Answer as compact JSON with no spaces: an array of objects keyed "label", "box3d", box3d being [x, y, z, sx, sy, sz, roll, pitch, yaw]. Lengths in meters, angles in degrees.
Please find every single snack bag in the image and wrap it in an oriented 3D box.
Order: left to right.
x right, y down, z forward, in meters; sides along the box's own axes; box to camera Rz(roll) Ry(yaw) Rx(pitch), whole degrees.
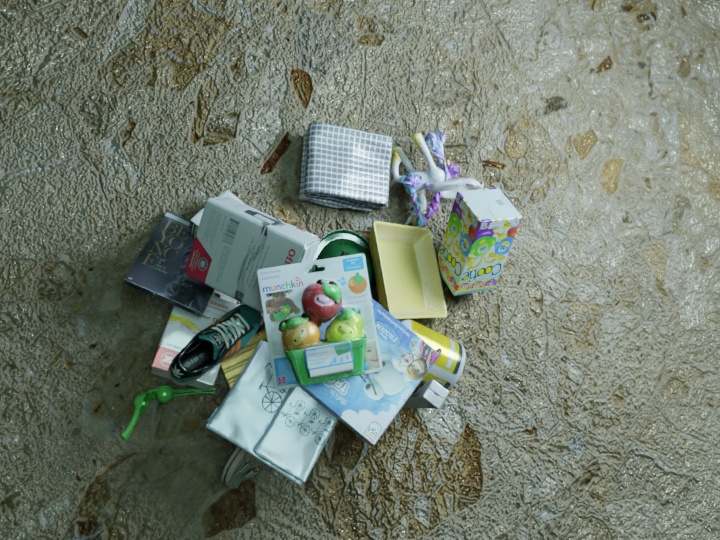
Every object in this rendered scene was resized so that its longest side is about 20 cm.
[{"label":"snack bag","box3d":[-0.138,0.238,1.091,0.199,0.021,0.189,30,70,3]}]

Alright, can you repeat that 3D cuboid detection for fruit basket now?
[{"label":"fruit basket","box3d":[-0.065,0.084,1.031,0.184,0.094,0.202,-8,96,-9]}]

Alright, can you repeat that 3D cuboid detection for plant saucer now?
[{"label":"plant saucer","box3d":[0.091,0.007,1.313,0.199,0.048,0.202,4,72,-49]}]

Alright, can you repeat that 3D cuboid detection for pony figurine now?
[{"label":"pony figurine","box3d":[0.162,-0.202,1.377,0.192,0.166,0.202,-17,84,17]}]

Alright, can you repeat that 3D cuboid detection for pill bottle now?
[{"label":"pill bottle","box3d":[0.105,0.163,1.277,0.199,0.112,0.113,27,69,-11]}]

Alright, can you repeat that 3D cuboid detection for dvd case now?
[{"label":"dvd case","box3d":[-0.330,-0.018,1.174,0.148,0.016,0.201,25,43,-11]}]

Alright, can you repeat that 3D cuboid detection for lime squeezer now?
[{"label":"lime squeezer","box3d":[-0.357,0.233,1.122,0.199,0.070,0.038,-23,118,-51]}]

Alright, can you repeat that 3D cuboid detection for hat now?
[{"label":"hat","box3d":[0.000,0.000,1.230,0.165,0.176,0.201,39,66,-19]}]

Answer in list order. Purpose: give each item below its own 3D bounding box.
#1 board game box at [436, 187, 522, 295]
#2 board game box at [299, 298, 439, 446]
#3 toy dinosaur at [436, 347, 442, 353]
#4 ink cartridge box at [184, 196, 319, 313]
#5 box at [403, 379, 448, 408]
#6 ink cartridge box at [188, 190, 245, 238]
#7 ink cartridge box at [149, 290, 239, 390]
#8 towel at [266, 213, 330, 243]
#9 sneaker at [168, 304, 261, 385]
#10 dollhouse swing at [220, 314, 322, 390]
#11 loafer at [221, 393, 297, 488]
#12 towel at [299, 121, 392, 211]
[{"label":"board game box","box3d":[0.243,-0.059,1.322,0.102,0.201,0.105,-8,44,-21]},{"label":"board game box","box3d":[0.003,0.164,1.101,0.200,0.043,0.199,38,73,5]},{"label":"toy dinosaur","box3d":[0.050,0.240,1.208,0.198,0.182,0.105,2,41,-6]},{"label":"ink cartridge box","box3d":[-0.190,-0.024,1.108,0.199,0.083,0.146,25,105,10]},{"label":"box","box3d":[0.106,0.239,1.210,0.041,0.200,0.039,39,70,-6]},{"label":"ink cartridge box","box3d":[-0.222,-0.055,1.216,0.200,0.050,0.109,39,53,4]},{"label":"ink cartridge box","box3d":[-0.301,0.107,1.167,0.116,0.067,0.201,20,65,-15]},{"label":"towel","box3d":[-0.133,-0.017,1.289,0.199,0.023,0.145,22,71,-13]},{"label":"sneaker","box3d":[-0.246,0.125,1.100,0.071,0.080,0.200,48,61,-2]},{"label":"dollhouse swing","box3d":[-0.140,0.181,1.167,0.175,0.182,0.201,-20,84,-34]},{"label":"loafer","box3d":[-0.176,0.316,1.123,0.063,0.072,0.201,36,96,21]},{"label":"towel","box3d":[-0.026,-0.220,1.343,0.198,0.086,0.167,6,75,-18]}]
